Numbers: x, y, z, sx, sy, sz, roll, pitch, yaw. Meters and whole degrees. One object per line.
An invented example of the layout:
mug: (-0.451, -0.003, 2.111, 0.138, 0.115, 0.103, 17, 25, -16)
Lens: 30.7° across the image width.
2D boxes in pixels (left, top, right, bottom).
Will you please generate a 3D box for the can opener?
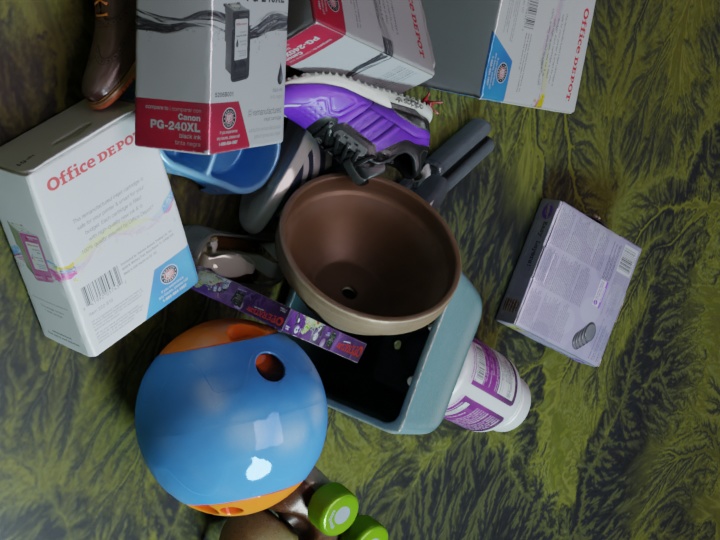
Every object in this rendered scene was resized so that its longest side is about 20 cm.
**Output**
can opener: (0.113, -0.119, 1.642, 0.200, 0.066, 0.054, -42, 132, -30)

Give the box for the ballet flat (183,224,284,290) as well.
ballet flat: (-0.123, -0.007, 1.416, 0.199, 0.063, 0.068, 8, 103, -50)

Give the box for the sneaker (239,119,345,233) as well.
sneaker: (-0.056, -0.114, 1.438, 0.084, 0.075, 0.201, 40, 73, -33)

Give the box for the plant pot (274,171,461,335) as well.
plant pot: (0.000, 0.000, 1.392, 0.200, 0.201, 0.093, -31, 157, -38)

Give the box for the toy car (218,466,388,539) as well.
toy car: (-0.101, 0.314, 1.494, 0.200, 0.164, 0.158, -49, 135, -12)

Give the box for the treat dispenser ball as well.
treat dispenser ball: (-0.133, 0.151, 1.355, 0.200, 0.200, 0.203, -20, 118, -43)

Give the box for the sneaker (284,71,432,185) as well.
sneaker: (-0.009, -0.143, 1.383, 0.198, 0.069, 0.101, 10, 76, -28)

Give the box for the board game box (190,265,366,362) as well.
board game box: (-0.082, 0.049, 1.378, 0.033, 0.119, 0.200, -62, 154, -1)

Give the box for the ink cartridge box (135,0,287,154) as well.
ink cartridge box: (-0.135, -0.217, 1.205, 0.145, 0.083, 0.202, -22, 117, -63)

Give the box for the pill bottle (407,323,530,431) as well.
pill bottle: (0.145, 0.150, 1.741, 0.200, 0.112, 0.113, 31, 80, -49)

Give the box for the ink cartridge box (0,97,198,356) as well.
ink cartridge box: (-0.253, -0.046, 1.240, 0.144, 0.084, 0.202, -38, 130, -35)

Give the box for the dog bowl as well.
dog bowl: (-0.158, -0.140, 1.341, 0.199, 0.049, 0.113, 20, 88, -50)

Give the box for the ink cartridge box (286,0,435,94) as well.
ink cartridge box: (-0.021, -0.277, 1.376, 0.199, 0.083, 0.147, 14, 59, -50)

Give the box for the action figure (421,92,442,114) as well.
action figure: (0.025, -0.151, 1.509, 0.065, 0.098, 0.202, 19, 87, -71)

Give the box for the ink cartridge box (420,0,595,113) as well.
ink cartridge box: (0.164, -0.280, 1.582, 0.199, 0.144, 0.149, 2, 103, -49)

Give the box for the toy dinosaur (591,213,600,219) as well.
toy dinosaur: (0.340, 0.015, 1.973, 0.100, 0.058, 0.202, 6, 94, -34)

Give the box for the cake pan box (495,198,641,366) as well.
cake pan box: (0.304, 0.015, 1.886, 0.183, 0.052, 0.202, 24, 84, -35)

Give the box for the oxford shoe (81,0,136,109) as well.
oxford shoe: (-0.229, -0.249, 1.214, 0.073, 0.071, 0.202, 28, 72, -45)

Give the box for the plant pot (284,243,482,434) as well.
plant pot: (0.036, 0.080, 1.543, 0.200, 0.195, 0.198, 28, 82, -62)
